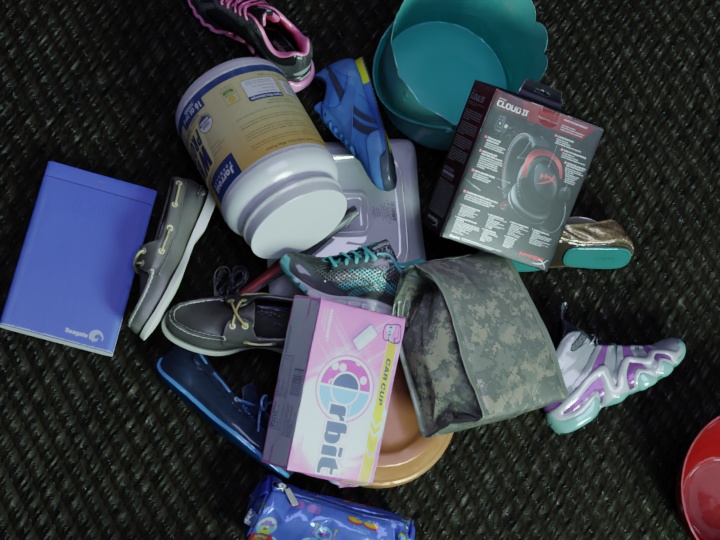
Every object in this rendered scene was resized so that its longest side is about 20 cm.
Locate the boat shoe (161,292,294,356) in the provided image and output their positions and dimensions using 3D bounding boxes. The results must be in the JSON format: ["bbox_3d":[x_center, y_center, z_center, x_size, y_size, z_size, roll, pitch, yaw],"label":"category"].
[{"bbox_3d":[-0.124,0.056,1.639,0.200,0.061,0.072,4,59,-16],"label":"boat shoe"}]

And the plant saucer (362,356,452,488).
[{"bbox_3d":[0.021,0.154,1.689,0.199,0.037,0.202,3,75,-12],"label":"plant saucer"}]

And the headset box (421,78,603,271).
[{"bbox_3d":[0.178,-0.119,1.661,0.148,0.075,0.201,16,100,-21],"label":"headset box"}]

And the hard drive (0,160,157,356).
[{"bbox_3d":[-0.324,-0.015,1.662,0.131,0.025,0.201,15,73,-8],"label":"hard drive"}]

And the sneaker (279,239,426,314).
[{"bbox_3d":[0.000,0.000,1.671,0.199,0.078,0.092,17,106,-31],"label":"sneaker"}]

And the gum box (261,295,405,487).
[{"bbox_3d":[-0.031,0.138,1.596,0.113,0.066,0.201,14,85,-30],"label":"gum box"}]

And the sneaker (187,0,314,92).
[{"bbox_3d":[-0.130,-0.307,1.741,0.200,0.095,0.079,41,73,4],"label":"sneaker"}]

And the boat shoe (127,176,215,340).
[{"bbox_3d":[-0.228,-0.016,1.660,0.060,0.072,0.203,26,66,-9],"label":"boat shoe"}]

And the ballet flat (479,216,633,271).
[{"bbox_3d":[0.238,-0.037,1.779,0.199,0.071,0.066,3,48,-14],"label":"ballet flat"}]

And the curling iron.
[{"bbox_3d":[-0.089,-0.020,1.684,0.199,0.026,0.050,-30,84,2],"label":"curling iron"}]

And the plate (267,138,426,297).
[{"bbox_3d":[-0.018,-0.066,1.738,0.199,0.032,0.201,-2,76,-13],"label":"plate"}]

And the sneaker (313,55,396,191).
[{"bbox_3d":[-0.008,-0.170,1.732,0.078,0.066,0.201,-16,58,1],"label":"sneaker"}]

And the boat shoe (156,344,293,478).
[{"bbox_3d":[-0.140,0.152,1.630,0.200,0.084,0.069,42,74,-2],"label":"boat shoe"}]

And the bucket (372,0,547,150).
[{"bbox_3d":[0.116,-0.251,1.759,0.206,0.135,0.209,3,75,-12],"label":"bucket"}]

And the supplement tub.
[{"bbox_3d":[-0.113,-0.128,1.650,0.144,0.145,0.201,-22,64,-16],"label":"supplement tub"}]

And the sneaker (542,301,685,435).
[{"bbox_3d":[0.288,0.094,1.741,0.199,0.078,0.140,-28,84,-18],"label":"sneaker"}]

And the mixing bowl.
[{"bbox_3d":[0.453,0.270,1.716,0.199,0.108,0.201,3,76,-12],"label":"mixing bowl"}]

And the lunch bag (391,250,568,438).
[{"bbox_3d":[0.128,0.078,1.666,0.163,0.117,0.201,-7,78,-45],"label":"lunch bag"}]

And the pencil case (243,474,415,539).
[{"bbox_3d":[-0.034,0.289,1.619,0.199,0.087,0.078,19,40,-8],"label":"pencil case"}]
